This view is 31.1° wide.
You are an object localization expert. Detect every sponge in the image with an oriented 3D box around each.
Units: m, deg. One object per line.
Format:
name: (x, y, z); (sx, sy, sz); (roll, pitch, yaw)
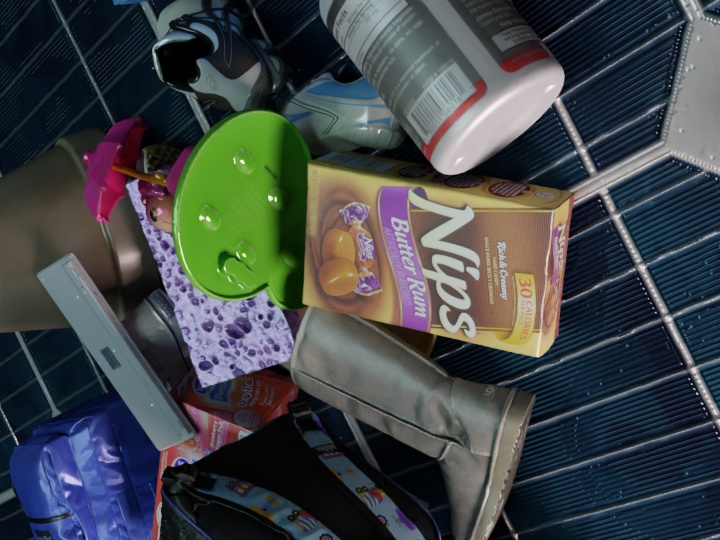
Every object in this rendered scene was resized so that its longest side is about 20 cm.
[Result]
sponge: (-0.127, -0.005, 1.150); (0.111, 0.030, 0.201); (-18, 96, 27)

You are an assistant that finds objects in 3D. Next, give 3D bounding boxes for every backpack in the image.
backpack: (-0.044, 0.223, 1.030); (0.199, 0.182, 0.135); (33, 127, 28)
backpack: (-0.269, 0.245, 1.383); (0.162, 0.167, 0.201); (-12, 101, 59)

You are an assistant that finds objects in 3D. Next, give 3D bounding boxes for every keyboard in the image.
keyboard: (-0.222, 0.077, 1.176); (0.056, 0.011, 0.201); (-24, 103, 43)

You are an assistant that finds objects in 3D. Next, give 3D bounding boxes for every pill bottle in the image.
pill bottle: (0.043, -0.178, 0.920); (0.200, 0.114, 0.114); (54, 136, 13)

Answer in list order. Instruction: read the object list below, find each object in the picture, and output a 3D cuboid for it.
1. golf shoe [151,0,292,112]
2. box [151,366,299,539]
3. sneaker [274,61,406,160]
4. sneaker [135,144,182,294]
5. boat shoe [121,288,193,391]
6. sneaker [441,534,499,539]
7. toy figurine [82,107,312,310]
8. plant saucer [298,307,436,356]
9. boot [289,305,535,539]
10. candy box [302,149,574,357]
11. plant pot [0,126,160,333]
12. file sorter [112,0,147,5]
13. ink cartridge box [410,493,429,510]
golf shoe: (-0.138, -0.191, 1.081); (0.200, 0.094, 0.078); (40, 114, 48)
box: (-0.133, 0.191, 1.256); (0.099, 0.096, 0.201); (20, 123, 14)
sneaker: (-0.028, -0.129, 1.057); (0.199, 0.072, 0.073); (-1, 75, 51)
sneaker: (-0.172, -0.019, 1.233); (0.090, 0.075, 0.201); (-28, 86, 43)
boat shoe: (-0.196, 0.091, 1.257); (0.071, 0.070, 0.200); (48, 163, 20)
sneaker: (0.117, 0.275, 1.080); (0.199, 0.073, 0.085); (2, 107, 43)
toy figurine: (-0.140, -0.058, 1.066); (0.183, 0.151, 0.200); (18, 162, 39)
plant saucer: (0.000, 0.000, 1.099); (0.199, 0.035, 0.202); (21, 122, 38)
boot: (0.033, 0.128, 1.059); (0.199, 0.073, 0.183); (18, 119, 14)
candy box: (0.055, -0.016, 0.981); (0.199, 0.056, 0.118); (11, 111, 22)
plant pot: (-0.309, -0.020, 1.253); (0.200, 0.173, 0.201); (48, 149, 42)
file sorter: (-0.105, -0.305, 0.994); (0.199, 0.138, 0.123); (-21, 89, 47)
ink cartridge box: (-0.021, 0.284, 1.212); (0.146, 0.086, 0.201); (25, 123, 34)
